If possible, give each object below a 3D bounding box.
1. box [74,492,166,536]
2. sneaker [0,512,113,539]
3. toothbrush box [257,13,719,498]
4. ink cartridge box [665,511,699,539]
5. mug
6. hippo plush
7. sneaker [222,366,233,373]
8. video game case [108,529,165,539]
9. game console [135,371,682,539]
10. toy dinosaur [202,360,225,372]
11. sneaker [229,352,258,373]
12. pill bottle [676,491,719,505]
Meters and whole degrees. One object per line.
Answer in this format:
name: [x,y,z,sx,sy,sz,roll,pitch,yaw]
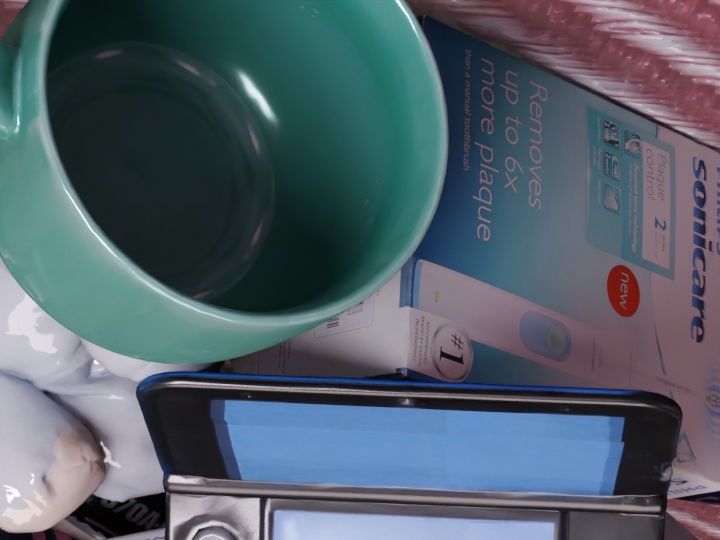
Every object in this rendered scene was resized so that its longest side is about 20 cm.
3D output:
box: [-0.144,0.080,1.327,0.200,0.046,0.159,28,173,45]
sneaker: [-0.152,0.150,1.299,0.200,0.082,0.070,36,173,-38]
toothbrush box: [0.060,0.004,1.111,0.085,0.147,0.200,-14,154,42]
ink cartridge box: [0.076,0.108,1.254,0.200,0.043,0.196,23,-168,-39]
mug: [-0.073,-0.053,0.977,0.185,0.152,0.114,40,155,-12]
hippo plush: [-0.112,-0.012,1.114,0.200,0.159,0.161,47,131,-2]
sneaker: [-0.119,0.125,1.464,0.092,0.200,0.076,35,-178,38]
video game case: [-0.108,0.138,1.186,0.199,0.018,0.143,-10,163,-17]
game console: [0.017,0.115,1.052,0.199,0.171,0.118,2,-171,4]
toy dinosaur: [-0.091,0.037,1.328,0.047,0.088,0.200,-7,157,23]
sneaker: [0.000,0.000,1.259,0.088,0.075,0.200,-8,167,-19]
pill bottle: [0.192,0.053,1.275,0.199,0.120,0.120,10,160,-19]
